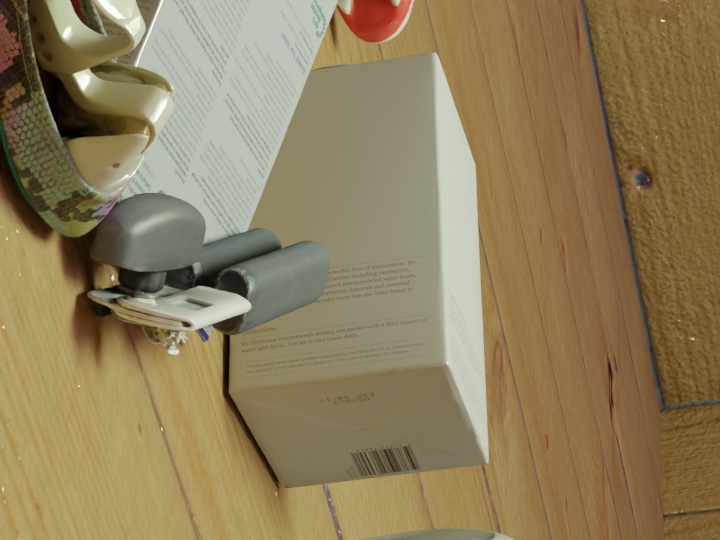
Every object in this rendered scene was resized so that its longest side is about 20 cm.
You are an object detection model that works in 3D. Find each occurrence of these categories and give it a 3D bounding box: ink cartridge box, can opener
[{"bbox_3d":[-0.080,-0.092,1.251,0.196,0.043,0.200,59,49,-65],"label":"ink cartridge box"},{"bbox_3d":[-0.064,-0.001,1.218,0.200,0.053,0.067,-9,115,-71],"label":"can opener"}]

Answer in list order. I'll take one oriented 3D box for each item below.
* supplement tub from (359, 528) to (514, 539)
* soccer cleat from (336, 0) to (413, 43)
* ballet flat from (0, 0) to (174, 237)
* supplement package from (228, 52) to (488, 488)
[{"bbox_3d":[0.032,0.245,1.402,0.140,0.140,0.200,-22,103,-79],"label":"supplement tub"},{"bbox_3d":[0.007,-0.250,1.832,0.085,0.069,0.200,28,50,-72],"label":"soccer cleat"},{"bbox_3d":[-0.114,-0.084,1.046,0.200,0.071,0.069,72,29,-44],"label":"ballet flat"},{"bbox_3d":[0.000,0.000,1.461,0.120,0.121,0.200,65,21,-57],"label":"supplement package"}]
